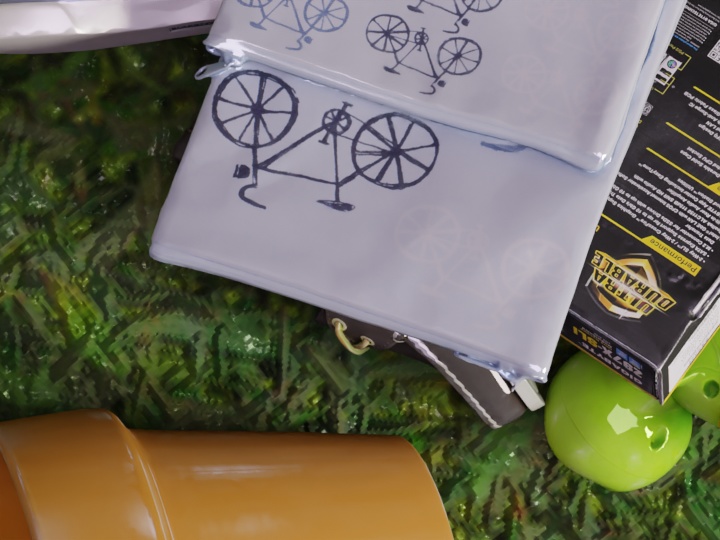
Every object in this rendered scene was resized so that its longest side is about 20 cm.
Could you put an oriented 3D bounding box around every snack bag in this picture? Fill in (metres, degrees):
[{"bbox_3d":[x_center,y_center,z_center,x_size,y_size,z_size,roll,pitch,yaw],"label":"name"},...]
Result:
[{"bbox_3d":[0.020,-0.069,1.195,0.188,0.021,0.200,18,77,13],"label":"snack bag"}]

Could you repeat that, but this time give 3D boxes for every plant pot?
[{"bbox_3d":[-0.058,0.150,1.254,0.183,0.200,0.200,-10,96,-16],"label":"plant pot"}]

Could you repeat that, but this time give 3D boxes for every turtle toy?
[{"bbox_3d":[0.169,0.026,1.273,0.200,0.101,0.146,-31,69,3],"label":"turtle toy"}]

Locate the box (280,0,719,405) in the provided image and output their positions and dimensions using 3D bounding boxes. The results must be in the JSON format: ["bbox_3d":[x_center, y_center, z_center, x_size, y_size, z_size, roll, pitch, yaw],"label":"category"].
[{"bbox_3d":[0.093,-0.064,1.225,0.200,0.049,0.160,33,77,16],"label":"box"}]

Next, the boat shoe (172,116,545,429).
[{"bbox_3d":[0.000,0.000,1.288,0.061,0.072,0.201,-42,87,1],"label":"boat shoe"}]

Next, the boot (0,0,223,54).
[{"bbox_3d":[-0.094,-0.150,1.277,0.200,0.073,0.090,-7,89,-8],"label":"boot"}]
